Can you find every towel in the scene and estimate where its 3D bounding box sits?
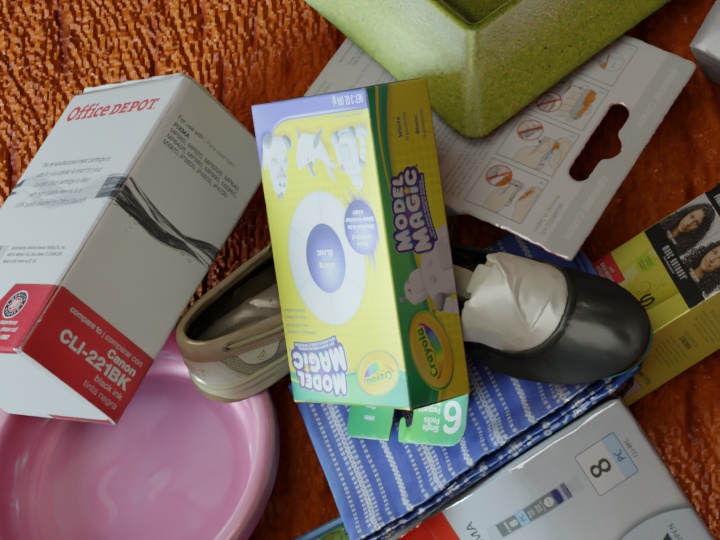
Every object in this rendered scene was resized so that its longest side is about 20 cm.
[{"bbox_3d":[0.056,0.058,1.107,0.200,0.024,0.145,-35,43,9],"label":"towel"}]

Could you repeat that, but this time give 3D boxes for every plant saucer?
[{"bbox_3d":[0.076,-0.200,1.147,0.200,0.048,0.200,-37,58,-16],"label":"plant saucer"},{"bbox_3d":[-0.140,0.126,1.185,0.200,0.051,0.201,-9,58,15],"label":"plant saucer"}]

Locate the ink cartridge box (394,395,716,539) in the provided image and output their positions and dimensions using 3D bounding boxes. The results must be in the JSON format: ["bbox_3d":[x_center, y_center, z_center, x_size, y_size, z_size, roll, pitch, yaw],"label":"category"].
[{"bbox_3d":[0.104,0.189,1.063,0.200,0.047,0.160,-33,89,-2],"label":"ink cartridge box"}]

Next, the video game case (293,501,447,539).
[{"bbox_3d":[0.047,0.227,1.135,0.143,0.018,0.200,-29,70,13],"label":"video game case"}]

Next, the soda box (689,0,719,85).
[{"bbox_3d":[0.292,-0.104,1.092,0.200,0.063,0.068,32,90,23],"label":"soda box"}]

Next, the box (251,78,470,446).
[{"bbox_3d":[0.000,0.000,1.058,0.117,0.048,0.200,-2,99,54],"label":"box"}]

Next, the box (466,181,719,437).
[{"bbox_3d":[0.147,0.036,1.110,0.200,0.050,0.075,-33,45,12],"label":"box"}]

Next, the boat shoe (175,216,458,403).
[{"bbox_3d":[-0.025,0.000,1.159,0.200,0.065,0.072,-35,56,-12],"label":"boat shoe"}]

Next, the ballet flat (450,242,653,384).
[{"bbox_3d":[0.067,0.018,1.065,0.200,0.068,0.068,12,78,46],"label":"ballet flat"}]

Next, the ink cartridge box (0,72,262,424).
[{"bbox_3d":[-0.162,-0.014,1.168,0.144,0.084,0.200,0,55,53],"label":"ink cartridge box"}]

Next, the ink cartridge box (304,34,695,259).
[{"bbox_3d":[0.075,-0.092,1.142,0.200,0.047,0.160,25,63,21],"label":"ink cartridge box"}]
